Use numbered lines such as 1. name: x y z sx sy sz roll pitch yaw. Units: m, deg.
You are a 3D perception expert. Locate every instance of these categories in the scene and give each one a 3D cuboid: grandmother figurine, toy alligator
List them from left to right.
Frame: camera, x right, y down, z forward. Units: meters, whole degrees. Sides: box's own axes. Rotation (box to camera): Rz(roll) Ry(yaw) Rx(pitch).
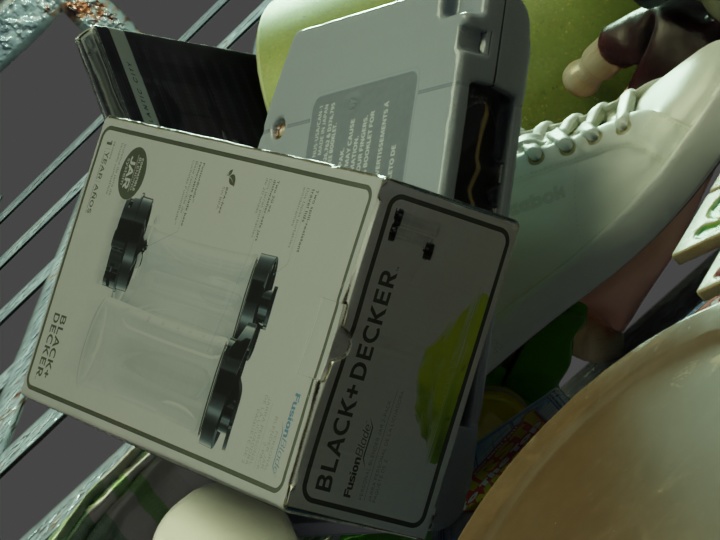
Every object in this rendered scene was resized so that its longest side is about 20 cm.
1. toy alligator: 0.029 0.090 1.121 0.200 0.054 0.059 -42 9 19
2. grandmother figurine: 0.127 -0.060 1.121 0.061 0.121 0.200 -7 -51 -58

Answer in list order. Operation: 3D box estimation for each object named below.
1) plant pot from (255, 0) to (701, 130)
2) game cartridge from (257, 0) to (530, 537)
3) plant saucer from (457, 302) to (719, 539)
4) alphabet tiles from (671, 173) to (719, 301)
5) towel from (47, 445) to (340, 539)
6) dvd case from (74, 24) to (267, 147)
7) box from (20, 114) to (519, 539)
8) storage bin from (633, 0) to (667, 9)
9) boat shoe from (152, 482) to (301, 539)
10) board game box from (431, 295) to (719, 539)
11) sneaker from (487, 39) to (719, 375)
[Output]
1. plant pot: 0.089 -0.083 1.244 0.200 0.187 0.187 -27 20 21
2. game cartridge: 0.000 0.000 1.035 0.133 0.040 0.200 -7 69 50
3. plant saucer: 0.088 0.075 0.797 0.200 0.029 0.200 -38 22 18
4. alphabet tiles: 0.183 -0.073 0.932 0.166 0.006 0.200 -29 21 52
5. towel: -0.030 0.083 1.160 0.200 0.153 0.023 -46 49 -8
6. dvd case: -0.037 -0.029 1.219 0.016 0.149 0.200 -29 -16 27
7. box: -0.038 0.016 0.996 0.200 0.060 0.117 14 87 57
8. storage bin: 0.117 -0.213 1.133 0.135 0.094 0.200 -47 19 22
9. boat shoe: -0.019 0.162 0.954 0.072 0.069 0.200 -31 49 -4
10. board game box: 0.095 0.075 0.943 0.200 0.062 0.200 -46 14 2
11. sneaker: 0.064 -0.031 1.060 0.200 0.085 0.073 -42 8 20
